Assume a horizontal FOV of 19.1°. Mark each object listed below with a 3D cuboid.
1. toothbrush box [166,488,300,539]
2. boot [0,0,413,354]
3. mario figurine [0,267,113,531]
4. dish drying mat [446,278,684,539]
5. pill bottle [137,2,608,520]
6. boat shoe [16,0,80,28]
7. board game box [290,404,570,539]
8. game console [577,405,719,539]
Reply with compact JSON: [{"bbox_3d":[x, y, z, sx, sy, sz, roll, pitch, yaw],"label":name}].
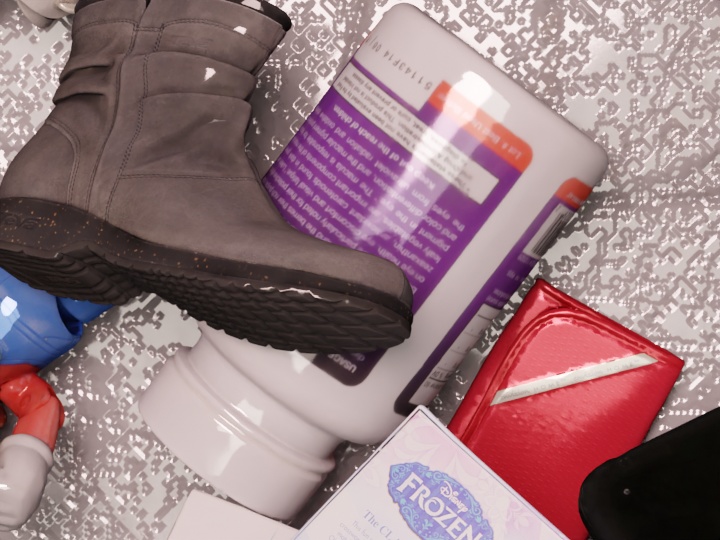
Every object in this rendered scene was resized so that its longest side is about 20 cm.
[{"bbox_3d":[-0.003,0.194,0.844,0.200,0.085,0.146,19,73,18],"label":"toothbrush box"},{"bbox_3d":[-0.053,-0.048,0.823,0.200,0.070,0.132,13,72,28],"label":"boot"},{"bbox_3d":[-0.160,0.027,0.894,0.200,0.123,0.106,-49,123,1],"label":"mario figurine"},{"bbox_3d":[0.059,0.107,0.926,0.077,0.018,0.200,29,96,2],"label":"dish drying mat"},{"bbox_3d":[0.000,0.000,0.878,0.111,0.111,0.200,38,97,2],"label":"pill bottle"},{"bbox_3d":[-0.132,-0.135,0.904,0.200,0.072,0.066,-4,98,7],"label":"boat shoe"},{"bbox_3d":[0.026,0.185,0.772,0.200,0.041,0.200,-45,65,-8],"label":"board game box"},{"bbox_3d":[0.207,0.138,0.880,0.200,0.116,0.176,-24,61,-16],"label":"game console"}]
